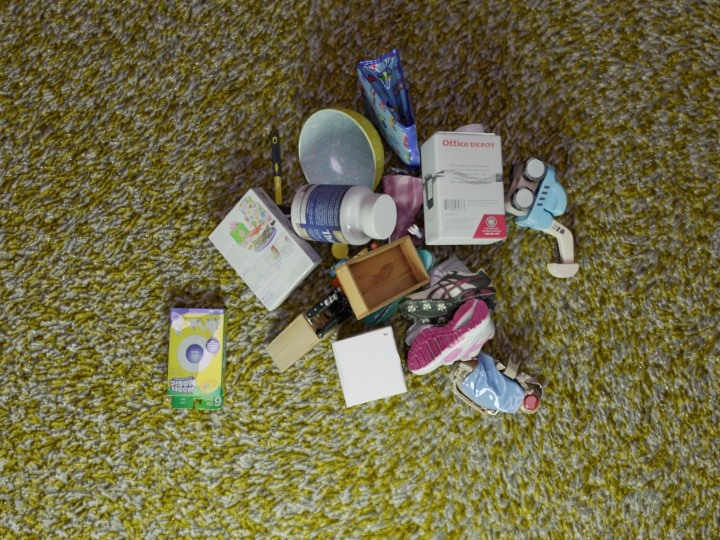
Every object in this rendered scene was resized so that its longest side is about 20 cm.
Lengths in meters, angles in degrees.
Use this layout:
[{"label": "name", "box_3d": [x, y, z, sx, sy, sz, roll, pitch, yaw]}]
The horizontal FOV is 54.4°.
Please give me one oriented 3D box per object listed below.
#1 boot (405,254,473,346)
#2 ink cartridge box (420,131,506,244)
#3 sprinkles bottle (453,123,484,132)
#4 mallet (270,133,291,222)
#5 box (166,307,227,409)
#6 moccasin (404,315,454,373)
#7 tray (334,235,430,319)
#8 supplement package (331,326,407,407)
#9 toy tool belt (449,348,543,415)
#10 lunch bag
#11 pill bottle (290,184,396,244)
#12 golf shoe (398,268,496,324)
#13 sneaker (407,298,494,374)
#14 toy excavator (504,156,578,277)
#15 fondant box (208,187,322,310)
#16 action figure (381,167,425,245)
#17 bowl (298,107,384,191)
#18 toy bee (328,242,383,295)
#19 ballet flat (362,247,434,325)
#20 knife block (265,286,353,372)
[{"label": "boot", "box_3d": [0.147, 0.058, 1.438, 0.199, 0.074, 0.096, -40, 77, -10]}, {"label": "ink cartridge box", "box_3d": [0.199, -0.158, 1.363, 0.141, 0.083, 0.206, -1, 84, -15]}, {"label": "sprinkles bottle", "box_3d": [0.242, -0.197, 1.457, 0.066, 0.068, 0.206, -10, 85, -1]}, {"label": "mallet", "box_3d": [-0.165, -0.189, 1.474, 0.064, 0.041, 0.206, 2, 80, 2]}, {"label": "box", "box_3d": [-0.333, 0.180, 1.431, 0.114, 0.048, 0.206, 0, 86, 1]}, {"label": "moccasin", "box_3d": [0.176, 0.138, 1.418, 0.198, 0.078, 0.075, -27, 84, -3]}, {"label": "tray", "box_3d": [0.044, 0.009, 1.304, 0.037, 0.198, 0.100, -30, 86, 42]}, {"label": "supplement package", "box_3d": [0.016, 0.183, 1.352, 0.117, 0.200, 0.125, -14, 83, -2]}, {"label": "toy tool belt", "box_3d": [0.276, 0.230, 1.386, 0.196, 0.123, 0.127, 27, 85, 2]}, {"label": "lunch bag", "box_3d": [0.071, -0.304, 1.399, 0.092, 0.151, 0.204, -19, 66, -2]}, {"label": "pill bottle", "box_3d": [-0.031, -0.109, 1.357, 0.196, 0.110, 0.114, 7, 83, 37]}, {"label": "golf shoe", "box_3d": [0.167, 0.050, 1.376, 0.194, 0.078, 0.090, -6, 53, -3]}, {"label": "sneaker", "box_3d": [0.180, 0.144, 1.344, 0.198, 0.088, 0.083, -34, 41, 20]}, {"label": "toy excavator", "box_3d": [0.385, -0.109, 1.442, 0.196, 0.100, 0.199, 24, 86, -6]}, {"label": "fondant box", "box_3d": [-0.194, -0.044, 1.423, 0.144, 0.058, 0.201, -43, 86, 19]}, {"label": "action figure", "box_3d": [0.083, -0.106, 1.449, 0.131, 0.148, 0.206, 15, 104, 25]}, {"label": "bowl", "box_3d": [-0.021, -0.241, 1.431, 0.201, 0.200, 0.107, 50, 44, 5]}, {"label": "toy bee", "box_3d": [0.000, 0.000, 1.375, 0.108, 0.200, 0.132, -38, 106, -8]}, {"label": "ballet flat", "box_3d": [0.077, 0.032, 1.428, 0.200, 0.070, 0.067, -47, 74, 9]}, {"label": "knife block", "box_3d": [-0.102, 0.115, 1.371, 0.198, 0.176, 0.065, -37, 84, -3]}]
